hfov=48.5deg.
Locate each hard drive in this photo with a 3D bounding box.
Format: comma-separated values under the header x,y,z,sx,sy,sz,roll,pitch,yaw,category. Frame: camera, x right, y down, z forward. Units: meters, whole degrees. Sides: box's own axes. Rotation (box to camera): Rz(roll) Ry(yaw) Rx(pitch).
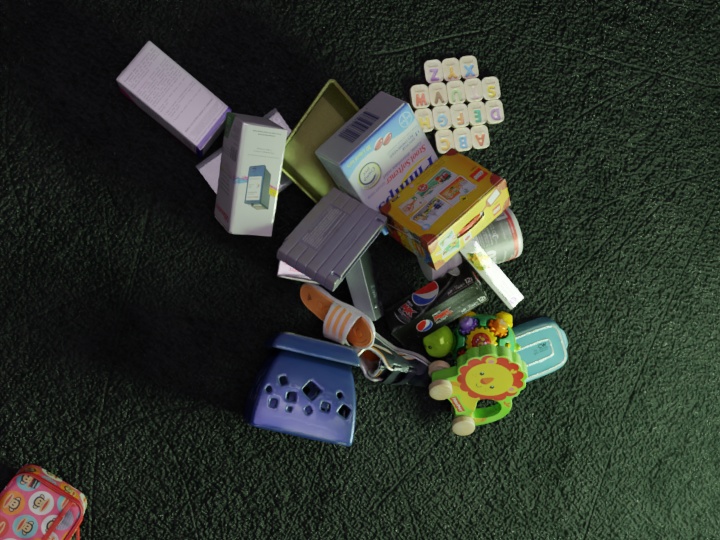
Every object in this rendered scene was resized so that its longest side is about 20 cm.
x,y,z,sx,sy,sz,roll,pitch,yaw,category
-0.207,-0.208,1.592,0.199,0.033,0.140,-38,96,-9,hard drive
0.000,0.000,1.584,0.042,0.135,0.202,-14,90,10,hard drive

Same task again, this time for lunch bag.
x,y,z,sx,sy,sz,roll,pitch,yaw,category
-0.609,0.484,1.486,0.175,0.082,0.201,35,85,-13,lunch bag

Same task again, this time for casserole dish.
x,y,z,sx,sy,sz,roll,pitch,yaw,category
0.357,0.176,1.697,0.198,0.039,0.122,-19,93,-12,casserole dish

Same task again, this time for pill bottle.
x,y,z,sx,sy,sz,roll,pitch,yaw,category
0.219,-0.052,1.633,0.198,0.114,0.115,-18,93,-10,pill bottle

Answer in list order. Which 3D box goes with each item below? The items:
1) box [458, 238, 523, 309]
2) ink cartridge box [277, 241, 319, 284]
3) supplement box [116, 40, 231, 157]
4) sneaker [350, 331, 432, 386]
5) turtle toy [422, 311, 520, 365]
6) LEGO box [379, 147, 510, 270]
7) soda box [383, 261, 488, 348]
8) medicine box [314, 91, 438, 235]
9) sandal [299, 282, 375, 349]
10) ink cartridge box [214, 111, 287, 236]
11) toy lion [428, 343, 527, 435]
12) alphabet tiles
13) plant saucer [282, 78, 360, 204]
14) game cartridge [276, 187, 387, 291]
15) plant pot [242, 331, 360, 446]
x,y,z,sx,sy,sz,roll,pitch,yaw,category
0.249,-0.002,1.577,0.039,0.041,0.200,-43,119,3,box
-0.097,-0.011,1.521,0.116,0.200,0.068,10,90,-6,ink cartridge box
-0.354,-0.324,1.529,0.199,0.101,0.104,38,82,-9,supplement box
0.062,0.195,1.604,0.199,0.080,0.079,29,128,-13,sneaker
0.226,0.150,1.628,0.198,0.101,0.147,2,80,13,turtle toy
0.161,-0.121,1.522,0.200,0.149,0.077,-40,140,-12,LEGO box
0.149,0.070,1.596,0.199,0.064,0.071,-32,135,13,soda box
0.044,-0.209,1.565,0.182,0.103,0.200,-44,129,-8,medicine box
-0.060,0.096,1.551,0.059,0.206,0.080,-24,133,-42,sandal
-0.207,-0.178,1.474,0.087,0.145,0.202,5,105,-24,ink cartridge box
0.242,0.228,1.580,0.190,0.069,0.201,-17,128,19,toy lion
0.203,-0.351,1.684,0.198,0.015,0.198,-9,91,-11,alphabet tiles
-0.068,-0.240,1.576,0.201,0.048,0.200,-56,132,-9,plant saucer
-0.052,-0.061,1.467,0.129,0.039,0.200,27,51,14,game cartridge
-0.107,0.220,1.529,0.198,0.200,0.182,14,81,-10,plant pot
